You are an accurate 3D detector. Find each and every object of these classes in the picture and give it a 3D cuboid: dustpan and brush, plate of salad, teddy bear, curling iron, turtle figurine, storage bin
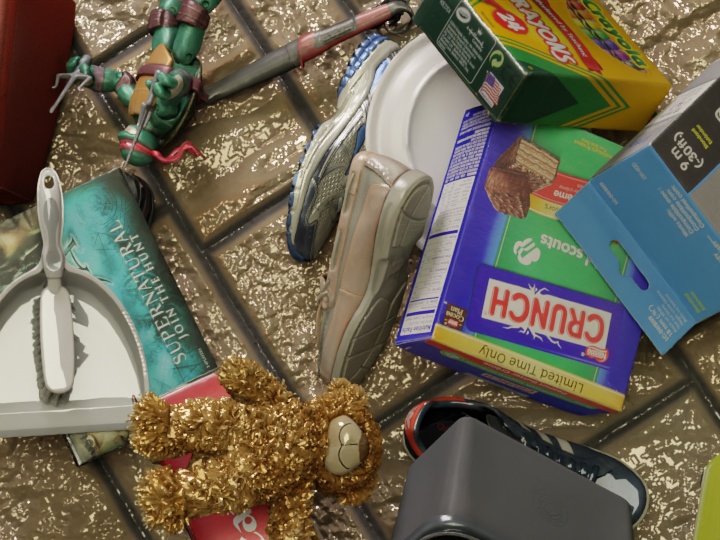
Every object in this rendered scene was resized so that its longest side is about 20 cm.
[{"bbox_3d":[-0.235,0.024,1.522,0.139,0.057,0.201,-3,85,-11],"label":"dustpan and brush"},{"bbox_3d":[0.093,-0.099,1.589,0.199,0.048,0.201,2,84,-21],"label":"plate of salad"},{"bbox_3d":[-0.071,0.129,1.407,0.199,0.067,0.146,14,60,-18],"label":"teddy bear"},{"bbox_3d":[-0.043,-0.180,1.650,0.199,0.050,0.026,-25,72,4],"label":"curling iron"},{"bbox_3d":[-0.173,-0.161,1.628,0.149,0.101,0.201,4,67,40],"label":"turtle figurine"},{"bbox_3d":[0.108,0.210,1.443,0.199,0.146,0.135,29,40,-16],"label":"storage bin"}]

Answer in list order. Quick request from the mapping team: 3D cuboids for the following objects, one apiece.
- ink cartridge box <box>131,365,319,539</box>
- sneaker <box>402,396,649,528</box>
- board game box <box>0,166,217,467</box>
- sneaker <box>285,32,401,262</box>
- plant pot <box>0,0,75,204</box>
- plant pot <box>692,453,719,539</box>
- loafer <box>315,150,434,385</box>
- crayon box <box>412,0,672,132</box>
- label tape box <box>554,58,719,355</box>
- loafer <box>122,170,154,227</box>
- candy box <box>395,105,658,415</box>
[{"bbox_3d":[-0.086,0.181,1.482,0.084,0.176,0.201,-25,74,-2],"label":"ink cartridge box"},{"bbox_3d":[0.124,0.150,1.515,0.199,0.085,0.075,16,76,10],"label":"sneaker"},{"bbox_3d":[-0.208,0.036,1.573,0.135,0.028,0.201,-27,89,-14],"label":"board game box"},{"bbox_3d":[0.004,-0.093,1.603,0.085,0.077,0.201,24,79,8],"label":"sneaker"},{"bbox_3d":[-0.345,-0.145,1.603,0.199,0.200,0.177,-3,85,6],"label":"plant pot"},{"bbox_3d":[0.327,0.232,1.418,0.181,0.199,0.201,8,76,15],"label":"plant pot"},{"bbox_3d":[0.000,0.000,1.546,0.063,0.072,0.201,32,120,23],"label":"loafer"},{"bbox_3d":[0.153,-0.168,1.539,0.127,0.199,0.051,54,127,32],"label":"crayon box"},{"bbox_3d":[0.268,-0.054,1.514,0.200,0.063,0.144,-43,100,-23],"label":"label tape box"},{"bbox_3d":[-0.240,-0.001,1.608,0.072,0.063,0.200,35,81,15],"label":"loafer"},{"bbox_3d":[0.139,-0.009,1.531,0.168,0.077,0.201,21,78,-17],"label":"candy box"}]
